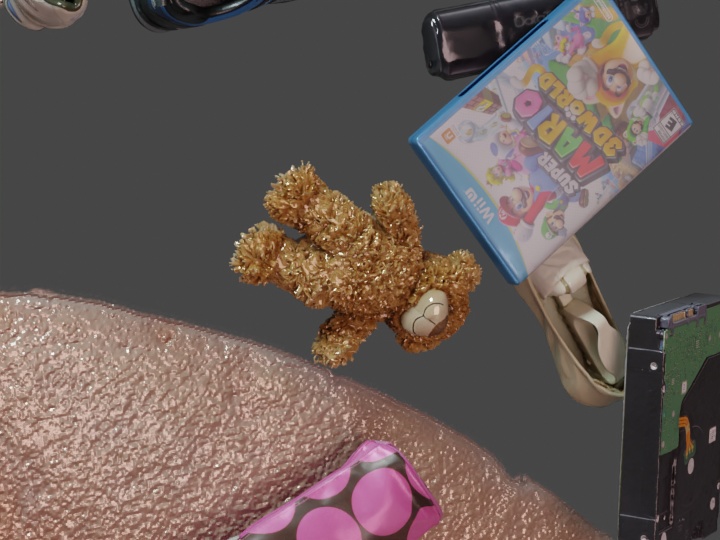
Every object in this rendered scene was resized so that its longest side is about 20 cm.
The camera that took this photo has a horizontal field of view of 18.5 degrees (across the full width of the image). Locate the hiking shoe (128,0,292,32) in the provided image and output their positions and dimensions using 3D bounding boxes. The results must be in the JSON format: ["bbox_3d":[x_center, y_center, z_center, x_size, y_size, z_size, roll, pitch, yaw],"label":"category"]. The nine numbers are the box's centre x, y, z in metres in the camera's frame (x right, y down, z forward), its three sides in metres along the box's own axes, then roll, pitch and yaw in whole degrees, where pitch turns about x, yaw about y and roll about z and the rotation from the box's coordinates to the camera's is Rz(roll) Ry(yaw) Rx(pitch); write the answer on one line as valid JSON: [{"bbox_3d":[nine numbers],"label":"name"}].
[{"bbox_3d":[-0.065,-0.218,1.584,0.200,0.087,0.075,-28,108,-18],"label":"hiking shoe"}]

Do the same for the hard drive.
[{"bbox_3d":[0.251,0.125,1.770,0.140,0.038,0.200,-14,109,-59],"label":"hard drive"}]

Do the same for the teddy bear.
[{"bbox_3d":[0.000,0.000,1.660,0.145,0.067,0.200,-47,113,-8],"label":"teddy bear"}]

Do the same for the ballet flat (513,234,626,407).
[{"bbox_3d":[0.167,0.021,1.739,0.069,0.069,0.200,-34,110,-16],"label":"ballet flat"}]

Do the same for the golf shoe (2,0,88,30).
[{"bbox_3d":[-0.235,-0.258,1.499,0.078,0.097,0.200,-33,108,-14],"label":"golf shoe"}]

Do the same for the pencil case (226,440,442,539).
[{"bbox_3d":[-0.040,0.205,1.667,0.200,0.091,0.094,-33,99,-18],"label":"pencil case"}]

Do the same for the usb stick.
[{"bbox_3d":[0.140,-0.190,1.712,0.200,0.033,0.056,-13,96,-21],"label":"usb stick"}]

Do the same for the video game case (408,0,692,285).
[{"bbox_3d":[0.149,-0.106,1.693,0.200,0.018,0.143,-42,109,-16],"label":"video game case"}]
